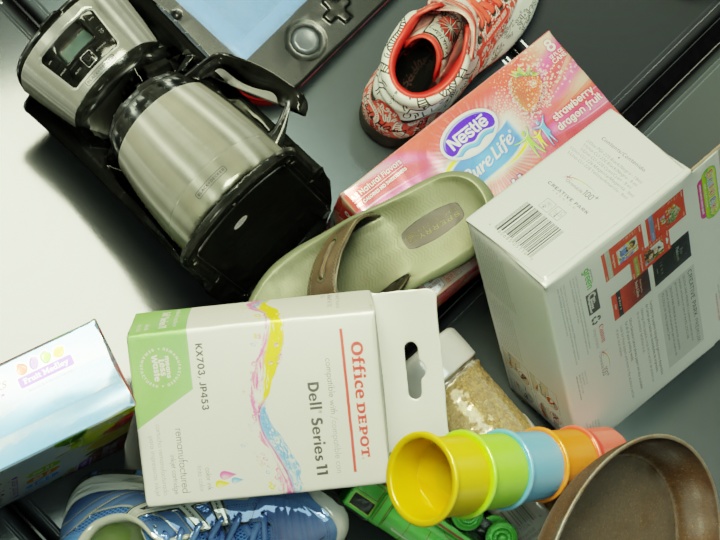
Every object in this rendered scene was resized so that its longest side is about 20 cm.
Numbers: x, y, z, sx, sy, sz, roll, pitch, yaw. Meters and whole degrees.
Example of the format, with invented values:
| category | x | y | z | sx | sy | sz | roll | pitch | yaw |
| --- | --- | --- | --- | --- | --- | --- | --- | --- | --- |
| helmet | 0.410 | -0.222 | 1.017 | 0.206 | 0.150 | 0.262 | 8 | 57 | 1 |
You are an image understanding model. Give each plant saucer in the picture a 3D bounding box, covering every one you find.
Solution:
| category | x | y | z | sx | sy | sz | roll | pitch | yaw |
| --- | --- | --- | --- | --- | --- | --- | --- | --- | --- |
| plant saucer | 0.171 | 0.204 | 1.397 | 0.200 | 0.034 | 0.201 | -14 | 110 | -43 |

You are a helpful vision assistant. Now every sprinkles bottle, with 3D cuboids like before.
| category | x | y | z | sx | sy | sz | roll | pitch | yaw |
| --- | --- | --- | --- | --- | --- | --- | --- | --- | --- |
| sprinkles bottle | 0.103 | 0.135 | 1.462 | 0.068 | 0.068 | 0.200 | -40 | 86 | -15 |

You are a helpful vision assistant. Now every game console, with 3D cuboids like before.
| category | x | y | z | sx | sy | sz | roll | pitch | yaw |
| --- | --- | --- | --- | --- | --- | --- | --- | --- | --- |
| game console | -0.082 | -0.236 | 1.542 | 0.200 | 0.031 | 0.177 | 44 | 75 | 3 |

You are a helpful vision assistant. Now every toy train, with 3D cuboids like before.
| category | x | y | z | sx | sy | sz | roll | pitch | yaw |
| --- | --- | --- | --- | --- | --- | --- | --- | --- | --- |
| toy train | 0.020 | 0.148 | 1.410 | 0.200 | 0.042 | 0.057 | 35 | 88 | -6 |

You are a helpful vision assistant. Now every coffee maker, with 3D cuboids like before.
| category | x | y | z | sx | sy | sz | roll | pitch | yaw |
| --- | --- | --- | --- | --- | --- | --- | --- | --- | --- |
| coffee maker | -0.128 | -0.079 | 1.442 | 0.134 | 0.192 | 0.200 | -36 | 67 | -21 |

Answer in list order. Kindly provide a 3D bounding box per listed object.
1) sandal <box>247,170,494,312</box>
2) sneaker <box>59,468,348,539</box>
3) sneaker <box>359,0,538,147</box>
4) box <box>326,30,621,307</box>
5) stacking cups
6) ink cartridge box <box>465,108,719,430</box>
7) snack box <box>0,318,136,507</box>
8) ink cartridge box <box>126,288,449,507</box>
| category | x | y | z | sx | sy | sz | roll | pitch | yaw |
| --- | --- | --- | --- | --- | --- | --- | --- | --- | --- |
| sandal | 0.000 | -0.001 | 1.397 | 0.201 | 0.057 | 0.080 | -37 | 85 | 7 |
| sneaker | -0.106 | 0.178 | 1.388 | 0.199 | 0.077 | 0.076 | -5 | 113 | 13 |
| sneaker | 0.078 | -0.180 | 1.511 | 0.067 | 0.108 | 0.202 | 40 | 75 | 2 |
| box | 0.084 | -0.065 | 1.492 | 0.200 | 0.095 | 0.103 | -38 | 84 | -14 |
| stacking cups | 0.102 | 0.132 | 1.371 | 0.199 | 0.060 | 0.061 | 2 | 72 | -49 |
| ink cartridge box | 0.178 | -0.002 | 1.432 | 0.175 | 0.200 | 0.084 | -37 | 53 | -15 |
| snack box | -0.235 | 0.111 | 1.350 | 0.168 | 0.200 | 0.068 | -26 | 82 | -14 |
| ink cartridge box | -0.043 | 0.079 | 1.345 | 0.199 | 0.067 | 0.118 | -6 | 100 | 0 |
